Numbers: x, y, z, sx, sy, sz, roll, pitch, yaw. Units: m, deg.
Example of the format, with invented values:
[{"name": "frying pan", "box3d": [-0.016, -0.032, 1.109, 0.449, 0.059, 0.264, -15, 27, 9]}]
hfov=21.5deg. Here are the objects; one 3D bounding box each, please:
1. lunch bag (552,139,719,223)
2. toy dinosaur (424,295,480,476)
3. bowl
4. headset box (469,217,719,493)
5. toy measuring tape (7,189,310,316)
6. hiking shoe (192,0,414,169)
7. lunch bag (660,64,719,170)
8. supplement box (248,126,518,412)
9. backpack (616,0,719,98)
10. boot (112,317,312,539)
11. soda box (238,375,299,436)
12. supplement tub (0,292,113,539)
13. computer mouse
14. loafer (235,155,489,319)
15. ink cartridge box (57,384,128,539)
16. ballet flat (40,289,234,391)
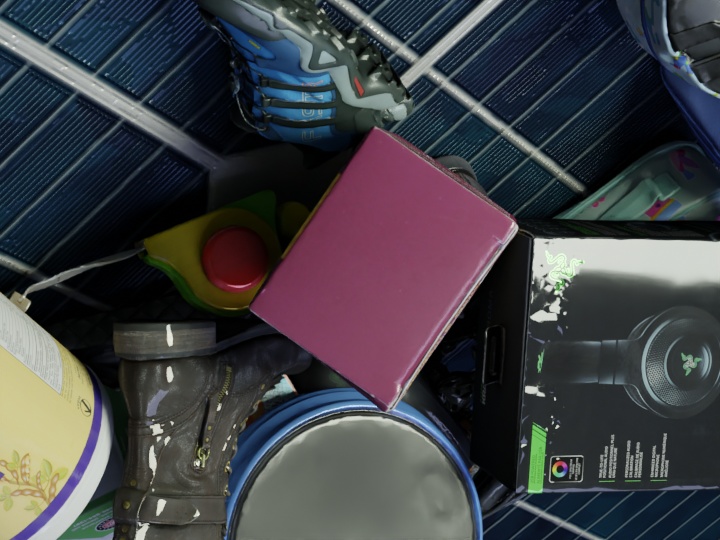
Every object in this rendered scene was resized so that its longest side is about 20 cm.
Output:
[{"name": "lunch bag", "box3d": [0.200, -0.003, 1.396, 0.200, 0.077, 0.160, -37, 139, 5]}, {"name": "toy dinosaur", "box3d": [0.049, 0.088, 1.386, 0.136, 0.102, 0.200, -23, 149, 12]}, {"name": "bowl", "box3d": [-0.009, 0.179, 1.256, 0.201, 0.039, 0.201, -1, 93, -22]}, {"name": "headset box", "box3d": [0.172, 0.055, 1.275, 0.200, 0.093, 0.174, 2, 99, -17]}, {"name": "toy measuring tape", "box3d": [-0.117, 0.009, 1.180, 0.200, 0.074, 0.074, -23, 144, -16]}, {"name": "hiking shoe", "box3d": [-0.046, -0.113, 1.088, 0.087, 0.074, 0.200, -41, 143, 12]}, {"name": "lunch bag", "box3d": [0.300, -0.099, 1.247, 0.136, 0.200, 0.132, -44, 140, 14]}, {"name": "supplement box", "box3d": [0.019, -0.005, 1.139, 0.131, 0.103, 0.200, -55, 178, 4]}, {"name": "backpack", "box3d": [0.255, -0.195, 1.160, 0.200, 0.154, 0.163, -45, 131, -8]}, {"name": "boot", "box3d": [-0.095, 0.116, 1.160, 0.069, 0.174, 0.200, 0, 179, 34]}, {"name": "soda box", "box3d": [-0.038, 0.158, 1.315, 0.064, 0.200, 0.068, -33, -172, -12]}, {"name": "supplement tub", "box3d": [-0.252, 0.068, 1.080, 0.145, 0.145, 0.200, -37, 132, 8]}, {"name": "computer mouse", "box3d": [0.029, 0.111, 1.320, 0.138, 0.053, 0.200, -37, 102, 11]}, {"name": "loafer", "box3d": [0.000, 0.000, 1.266, 0.200, 0.063, 0.072, -35, 144, 5]}, {"name": "ink cartridge box", "box3d": [-0.180, 0.160, 1.265, 0.145, 0.084, 0.200, -27, 156, 11]}, {"name": "ballet flat", "box3d": [-0.172, 0.064, 1.222, 0.200, 0.057, 0.066, -21, 142, -14]}]
